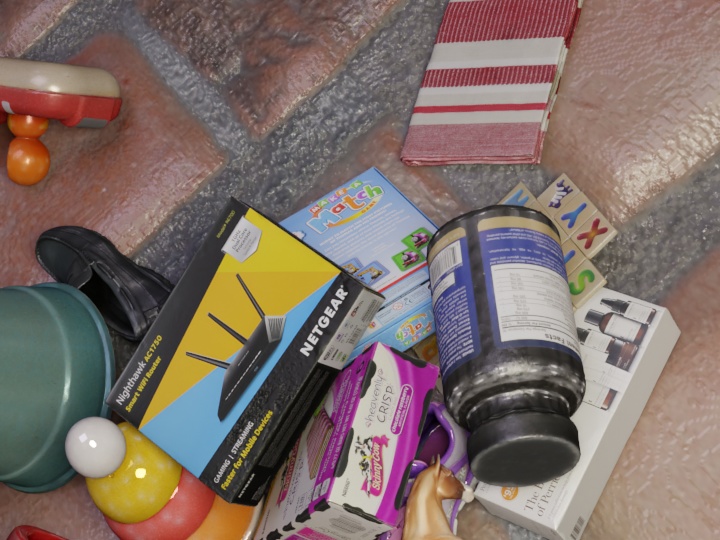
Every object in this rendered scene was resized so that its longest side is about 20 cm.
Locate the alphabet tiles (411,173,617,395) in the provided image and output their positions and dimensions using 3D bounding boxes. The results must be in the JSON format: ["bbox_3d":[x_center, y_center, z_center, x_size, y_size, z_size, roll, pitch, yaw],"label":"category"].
[{"bbox_3d":[0.123,0.010,1.414,0.200,0.006,0.167,-44,38,9],"label":"alphabet tiles"}]

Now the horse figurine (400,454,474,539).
[{"bbox_3d":[0.049,0.261,1.277,0.132,0.050,0.201,39,87,-6],"label":"horse figurine"}]

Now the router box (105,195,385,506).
[{"bbox_3d":[-0.094,0.065,1.335,0.149,0.051,0.201,33,93,26],"label":"router box"}]

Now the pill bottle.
[{"bbox_3d":[0.114,0.059,1.293,0.111,0.112,0.202,-17,56,19],"label":"pill bottle"}]

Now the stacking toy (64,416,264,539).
[{"bbox_3d":[-0.183,0.170,1.401,0.145,0.200,0.147,-13,56,21],"label":"stacking toy"}]

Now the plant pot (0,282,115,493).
[{"bbox_3d":[-0.360,0.096,1.508,0.199,0.195,0.202,-8,76,35],"label":"plant pot"}]

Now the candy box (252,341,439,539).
[{"bbox_3d":[-0.016,0.153,1.329,0.200,0.061,0.137,134,156,-61],"label":"candy box"}]

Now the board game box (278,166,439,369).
[{"bbox_3d":[0.000,0.000,1.459,0.151,0.037,0.200,-31,42,-11],"label":"board game box"}]

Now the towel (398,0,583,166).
[{"bbox_3d":[0.124,-0.185,1.552,0.143,0.023,0.202,2,63,32],"label":"towel"}]

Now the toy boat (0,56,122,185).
[{"bbox_3d":[-0.351,-0.155,1.749,0.199,0.130,0.132,10,97,32],"label":"toy boat"}]

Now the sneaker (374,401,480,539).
[{"bbox_3d":[0.043,0.190,1.338,0.080,0.088,0.202,9,69,31],"label":"sneaker"}]

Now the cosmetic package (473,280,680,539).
[{"bbox_3d":[0.174,0.113,1.333,0.082,0.051,0.201,18,72,36],"label":"cosmetic package"}]

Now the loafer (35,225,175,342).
[{"bbox_3d":[-0.254,0.012,1.606,0.200,0.069,0.070,28,39,35],"label":"loafer"}]

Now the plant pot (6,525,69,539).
[{"bbox_3d":[-0.236,0.333,1.345,0.199,0.200,0.184,25,84,36],"label":"plant pot"}]
